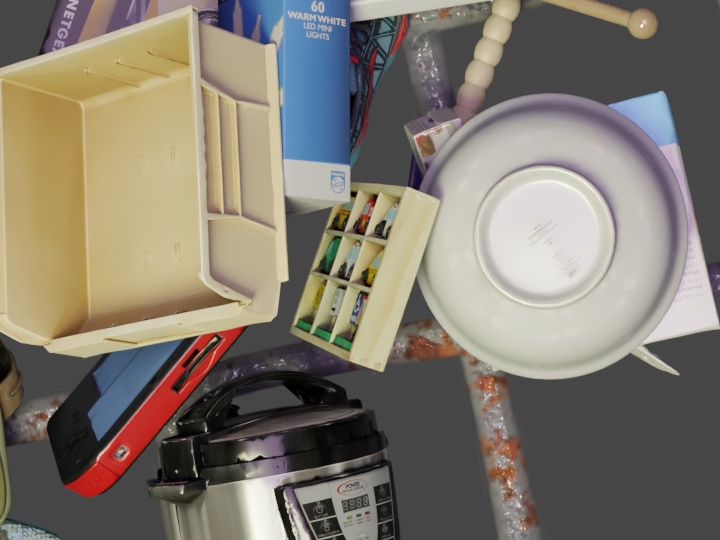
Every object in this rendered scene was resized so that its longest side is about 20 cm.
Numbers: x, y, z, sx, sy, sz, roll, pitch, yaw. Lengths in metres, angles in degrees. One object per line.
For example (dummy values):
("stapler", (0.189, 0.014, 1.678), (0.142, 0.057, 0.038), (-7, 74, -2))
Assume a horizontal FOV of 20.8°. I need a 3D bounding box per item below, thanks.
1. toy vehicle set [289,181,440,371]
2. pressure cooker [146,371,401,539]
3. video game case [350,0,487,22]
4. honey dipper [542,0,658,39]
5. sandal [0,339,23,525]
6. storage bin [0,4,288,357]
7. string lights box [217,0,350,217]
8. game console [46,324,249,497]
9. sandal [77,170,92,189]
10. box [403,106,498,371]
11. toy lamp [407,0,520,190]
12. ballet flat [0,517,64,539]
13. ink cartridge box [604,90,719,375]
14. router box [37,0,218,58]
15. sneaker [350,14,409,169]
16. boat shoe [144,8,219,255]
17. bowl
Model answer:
("toy vehicle set", (0.000, 0.000, 1.423), (0.026, 0.200, 0.125), (19, 89, -14))
("pressure cooker", (-0.061, 0.175, 1.426), (0.177, 0.176, 0.202), (-9, 88, 3))
("video game case", (0.070, -0.269, 1.461), (0.198, 0.023, 0.183), (-9, 52, 1))
("honey dipper", (0.128, -0.208, 1.439), (0.199, 0.038, 0.038), (21, 90, 27))
("sandal", (-0.290, 0.101, 1.494), (0.079, 0.057, 0.203), (-16, 74, 36))
("storage bin", (-0.157, -0.054, 1.354), (0.199, 0.093, 0.200), (-12, 76, 36))
("string lights box", (-0.055, -0.144, 1.401), (0.059, 0.102, 0.202), (3, 82, -31))
("game console", (-0.157, 0.065, 1.438), (0.031, 0.177, 0.200), (41, 90, -22))
("sandal", (-0.203, -0.065, 1.493), (0.198, 0.075, 0.048), (3, 117, 0))
("box", (0.083, -0.023, 1.465), (0.038, 0.041, 0.201), (-21, 110, -3))
("toy lamp", (0.088, -0.137, 1.494), (0.058, 0.058, 0.201), (23, 90, 1))
("ballet flat", (-0.230, 0.238, 1.481), (0.198, 0.074, 0.075), (13, 90, 2))
("ink cartridge box", (0.183, -0.016, 1.455), (0.124, 0.129, 0.202), (-13, 89, 1))
("router box", (-0.145, -0.212, 1.499), (0.156, 0.052, 0.202), (18, 90, 0))
("sneaker", (-0.010, -0.158, 1.475), (0.079, 0.096, 0.202), (12, 90, 0))
("boat shoe", (-0.121, -0.097, 1.437), (0.072, 0.062, 0.202), (12, 85, -7))
("bowl", (0.128, -0.023, 1.349), (0.199, 0.090, 0.203), (0, 91, 8))
